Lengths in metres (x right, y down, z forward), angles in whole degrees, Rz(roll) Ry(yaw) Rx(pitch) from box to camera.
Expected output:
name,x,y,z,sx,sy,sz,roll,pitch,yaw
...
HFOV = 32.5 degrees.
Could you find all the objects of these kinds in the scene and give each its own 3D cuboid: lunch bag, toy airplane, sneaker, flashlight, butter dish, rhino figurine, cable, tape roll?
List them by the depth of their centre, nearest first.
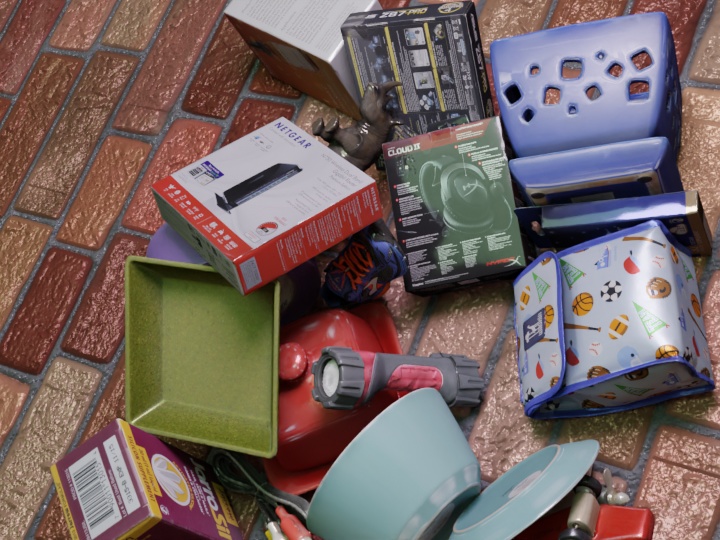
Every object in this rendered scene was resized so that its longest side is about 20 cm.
name,x,y,z,sx,sy,sz,roll,pitch,yaw
toy airplane,0.201,0.291,1.232,0.200,0.141,0.199,-52,18,2
lunch bag,0.256,0.060,1.322,0.199,0.124,0.171,-18,58,31
flashlight,0.045,0.122,1.340,0.068,0.199,0.068,23,102,57
cable,-0.109,0.264,1.393,0.050,0.097,0.200,-25,56,-39
butter dish,-0.055,0.127,1.406,0.199,0.148,0.200,-24,57,11
sneaker,0.000,0.000,1.418,0.078,0.200,0.076,-30,75,-19
rhino figurine,-0.017,-0.148,1.473,0.200,0.087,0.060,-50,31,2
tape roll,-0.152,0.003,1.480,0.199,0.200,0.085,-25,58,10

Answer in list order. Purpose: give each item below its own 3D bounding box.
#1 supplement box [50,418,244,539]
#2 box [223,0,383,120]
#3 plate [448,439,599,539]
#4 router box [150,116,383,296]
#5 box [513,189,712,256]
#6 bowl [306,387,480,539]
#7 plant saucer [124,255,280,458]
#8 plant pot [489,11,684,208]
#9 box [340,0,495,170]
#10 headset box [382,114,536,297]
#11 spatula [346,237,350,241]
name,x,y,z,sx,sy,sz,roll,pitch,yaw
supplement box,-0.232,0.270,1.376,0.103,0.200,0.131,-35,56,9
box,-0.053,-0.304,1.620,0.200,0.152,0.107,30,79,33
plate,0.151,0.224,1.221,0.200,0.200,0.026,-38,88,2
router box,-0.104,-0.076,1.338,0.179,0.049,0.200,-31,40,-20
box,0.278,-0.042,1.360,0.199,0.121,0.033,-4,68,22
bowl,0.051,0.232,1.285,0.105,0.201,0.201,39,84,23
plant saucer,-0.165,0.089,1.354,0.199,0.048,0.201,7,102,26
plant pot,0.262,-0.152,1.384,0.199,0.200,0.181,-8,68,18
box,0.076,-0.219,1.498,0.160,0.201,0.049,-2,33,22
headset box,0.115,-0.082,1.445,0.148,0.077,0.201,-13,79,18
spatula,-0.040,-0.071,1.575,0.057,0.021,0.200,-45,57,-4
